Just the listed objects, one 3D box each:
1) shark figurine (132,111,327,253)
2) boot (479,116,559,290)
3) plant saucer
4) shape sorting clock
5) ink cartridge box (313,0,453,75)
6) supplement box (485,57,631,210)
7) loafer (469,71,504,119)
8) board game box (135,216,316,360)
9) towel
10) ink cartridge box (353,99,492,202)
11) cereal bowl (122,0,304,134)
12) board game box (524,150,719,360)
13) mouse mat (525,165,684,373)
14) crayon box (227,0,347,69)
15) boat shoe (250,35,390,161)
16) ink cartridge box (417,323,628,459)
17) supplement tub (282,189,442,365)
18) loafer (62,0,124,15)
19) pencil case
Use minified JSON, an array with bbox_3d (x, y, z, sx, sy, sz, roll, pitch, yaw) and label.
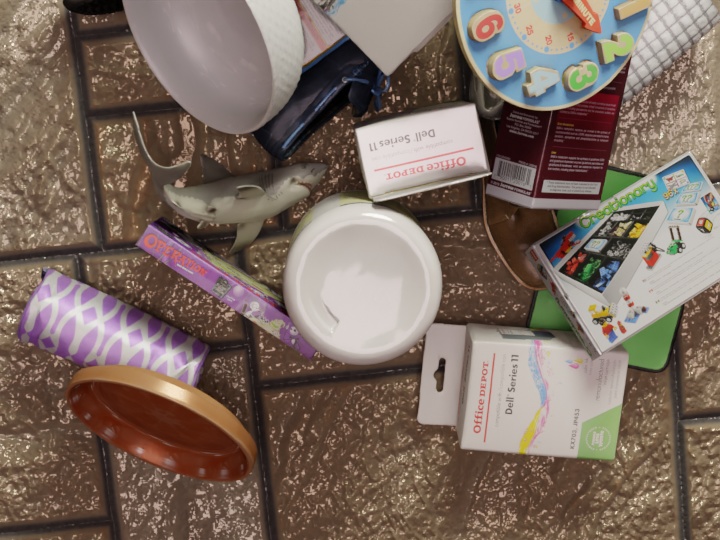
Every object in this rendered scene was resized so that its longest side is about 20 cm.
[{"bbox_3d":[-0.151,-0.089,1.211,0.128,0.213,0.090,-46,56,33],"label":"shark figurine"},{"bbox_3d":[0.158,-0.071,1.231,0.073,0.075,0.202,-17,100,0],"label":"boot"},{"bbox_3d":[-0.194,0.148,1.216,0.199,0.201,0.033,25,60,-5],"label":"plant saucer"},{"bbox_3d":[0.163,-0.231,1.011,0.198,0.039,0.203,-10,110,-29],"label":"shape sorting clock"},{"bbox_3d":[0.022,-0.308,1.079,0.200,0.148,0.144,44,126,-8],"label":"ink cartridge box"},{"bbox_3d":[0.186,-0.159,1.120,0.108,0.061,0.202,-1,107,-45],"label":"supplement box"},{"bbox_3d":[0.149,-0.237,1.134,0.069,0.070,0.202,15,102,5],"label":"loafer"},{"bbox_3d":[-0.126,0.015,1.217,0.199,0.120,0.032,34,97,-7],"label":"board game box"},{"bbox_3d":[0.226,-0.267,1.197,0.165,0.086,0.200,-39,93,12],"label":"towel"},{"bbox_3d":[0.055,-0.116,1.158,0.116,0.200,0.068,-13,99,1],"label":"ink cartridge box"},{"bbox_3d":[-0.123,-0.231,1.119,0.083,0.200,0.201,-40,99,-32],"label":"cereal bowl"},{"bbox_3d":[0.278,-0.016,1.218,0.199,0.035,0.127,-29,82,-13],"label":"board game box"},{"bbox_3d":[0.267,-0.003,1.279,0.159,0.008,0.202,12,100,-3],"label":"mouse mat"},{"bbox_3d":[-0.040,-0.283,1.205,0.199,0.052,0.126,-33,98,5],"label":"crayon box"},{"bbox_3d":[-0.014,-0.175,1.203,0.199,0.084,0.069,-36,73,2],"label":"boat shoe"},{"bbox_3d":[0.162,0.122,1.254,0.197,0.067,0.119,4,103,-2],"label":"ink cartridge box"},{"bbox_3d":[0.000,0.000,1.175,0.143,0.200,0.147,0,99,-1],"label":"supplement tub"},{"bbox_3d":[-0.206,-0.316,1.194,0.199,0.073,0.072,-30,89,-2],"label":"loafer"},{"bbox_3d":[-0.251,0.075,1.245,0.198,0.084,0.086,27,136,-3],"label":"pencil case"}]
